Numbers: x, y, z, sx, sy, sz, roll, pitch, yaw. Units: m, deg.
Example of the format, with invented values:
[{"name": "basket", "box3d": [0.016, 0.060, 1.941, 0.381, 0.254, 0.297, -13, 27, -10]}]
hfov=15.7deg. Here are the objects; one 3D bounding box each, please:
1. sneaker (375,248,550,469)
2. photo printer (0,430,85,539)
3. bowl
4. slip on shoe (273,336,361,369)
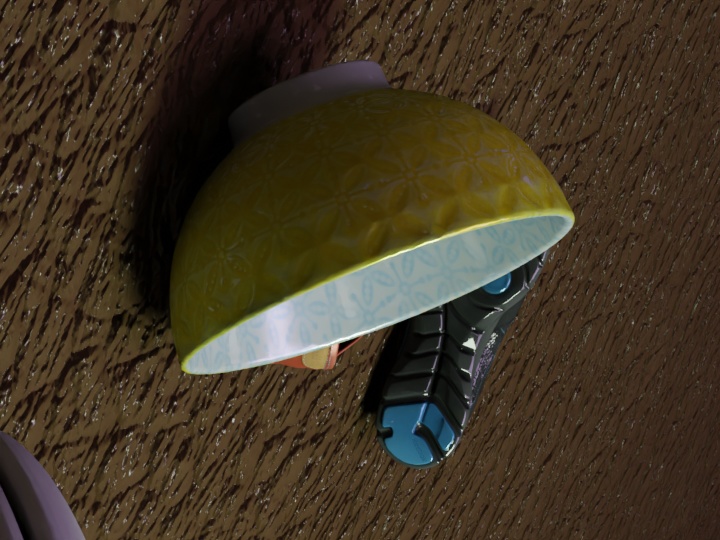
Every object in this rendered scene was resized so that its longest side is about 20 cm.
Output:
[{"name": "sneaker", "box3d": [0.061, 0.024, 1.647, 0.082, 0.073, 0.200, -55, 170, -84]}, {"name": "photo printer", "box3d": [-0.151, 0.171, 1.040, 0.069, 0.166, 0.201, -1, 118, -25]}, {"name": "bowl", "box3d": [-0.009, -0.036, 1.248, 0.108, 0.200, 0.200, 69, 16, 9]}, {"name": "slip on shoe", "box3d": [0.000, 0.000, 1.429, 0.200, 0.061, 0.074, -44, 148, -56]}]
